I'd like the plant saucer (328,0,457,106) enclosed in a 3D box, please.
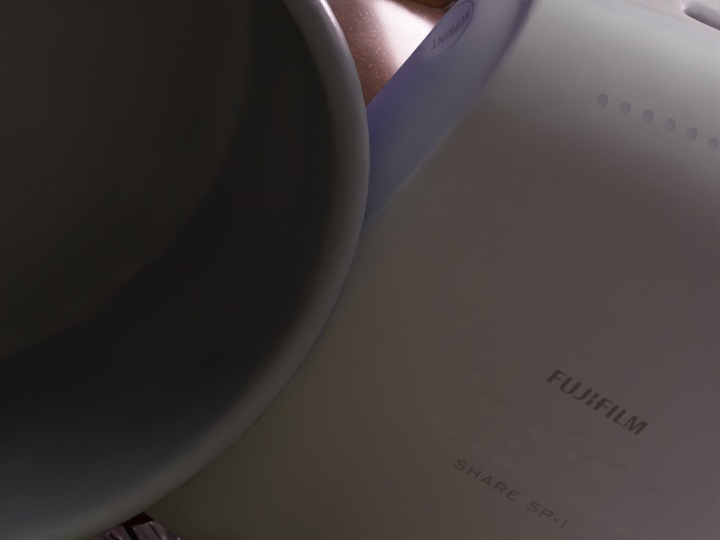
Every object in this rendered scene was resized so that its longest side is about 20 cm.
[{"bbox_3d":[-0.033,-0.121,0.895,0.200,0.032,0.200,37,18,-14],"label":"plant saucer"}]

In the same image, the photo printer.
[{"bbox_3d":[0.056,0.018,0.734,0.166,0.200,0.070,31,33,-18],"label":"photo printer"}]

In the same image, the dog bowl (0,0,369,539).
[{"bbox_3d":[-0.103,-0.028,0.659,0.200,0.200,0.079,28,20,-37],"label":"dog bowl"}]

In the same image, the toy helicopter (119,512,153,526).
[{"bbox_3d":[0.000,0.000,0.823,0.199,0.133,0.079,3,28,-8],"label":"toy helicopter"}]
